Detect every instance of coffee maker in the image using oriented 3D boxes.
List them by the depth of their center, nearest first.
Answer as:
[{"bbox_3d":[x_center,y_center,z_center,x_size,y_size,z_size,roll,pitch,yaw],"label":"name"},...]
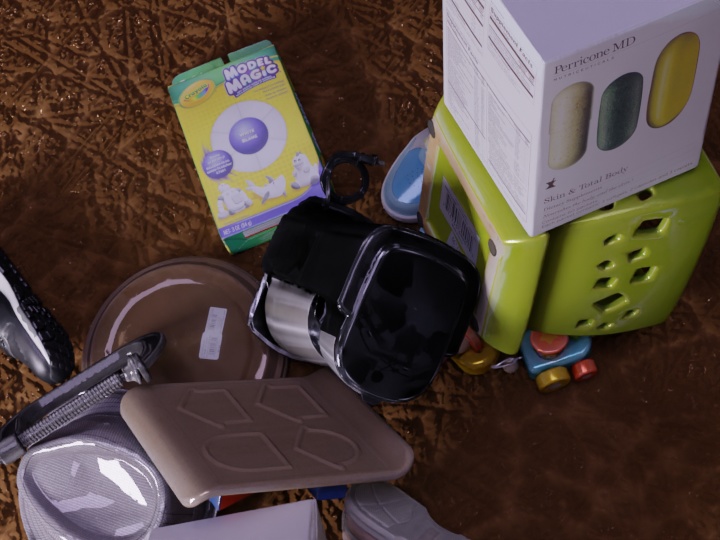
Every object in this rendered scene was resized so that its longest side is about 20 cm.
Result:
[{"bbox_3d":[0.000,0.000,1.234,0.134,0.200,0.194,-3,97,-25],"label":"coffee maker"}]

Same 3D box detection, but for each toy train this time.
[{"bbox_3d":[0.131,0.024,1.310,0.199,0.056,0.151,18,73,15],"label":"toy train"}]

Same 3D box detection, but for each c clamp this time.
[{"bbox_3d":[-0.246,0.116,1.257,0.199,0.171,0.027,-34,101,-11],"label":"c clamp"}]

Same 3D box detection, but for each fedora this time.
[{"bbox_3d":[-0.225,0.190,1.265,0.199,0.090,0.178,23,87,17],"label":"fedora"}]

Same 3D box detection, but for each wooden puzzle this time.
[{"bbox_3d":[-0.081,0.145,1.224,0.199,0.047,0.185,-6,23,-26],"label":"wooden puzzle"}]

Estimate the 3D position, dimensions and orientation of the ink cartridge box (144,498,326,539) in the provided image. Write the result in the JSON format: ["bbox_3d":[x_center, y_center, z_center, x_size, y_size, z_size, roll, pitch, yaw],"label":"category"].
[{"bbox_3d":[-0.081,0.307,1.137,0.146,0.145,0.201,-12,112,4],"label":"ink cartridge box"}]

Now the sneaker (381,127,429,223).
[{"bbox_3d":[0.092,-0.135,1.335,0.200,0.131,0.080,-42,71,-8],"label":"sneaker"}]

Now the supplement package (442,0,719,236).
[{"bbox_3d":[0.157,-0.161,1.067,0.151,0.201,0.151,-23,58,-10],"label":"supplement package"}]

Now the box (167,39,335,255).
[{"bbox_3d":[-0.107,-0.128,1.408,0.117,0.048,0.201,-22,66,-1],"label":"box"}]

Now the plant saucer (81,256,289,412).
[{"bbox_3d":[-0.164,0.077,1.349,0.198,0.030,0.202,-3,68,7],"label":"plant saucer"}]

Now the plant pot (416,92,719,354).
[{"bbox_3d":[0.159,-0.059,1.231,0.180,0.200,0.201,-16,58,-15],"label":"plant pot"}]

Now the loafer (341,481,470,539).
[{"bbox_3d":[0.062,0.254,1.224,0.200,0.063,0.072,38,41,28],"label":"loafer"}]

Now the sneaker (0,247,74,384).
[{"bbox_3d":[-0.344,0.048,1.371,0.088,0.076,0.200,-43,62,2],"label":"sneaker"}]
